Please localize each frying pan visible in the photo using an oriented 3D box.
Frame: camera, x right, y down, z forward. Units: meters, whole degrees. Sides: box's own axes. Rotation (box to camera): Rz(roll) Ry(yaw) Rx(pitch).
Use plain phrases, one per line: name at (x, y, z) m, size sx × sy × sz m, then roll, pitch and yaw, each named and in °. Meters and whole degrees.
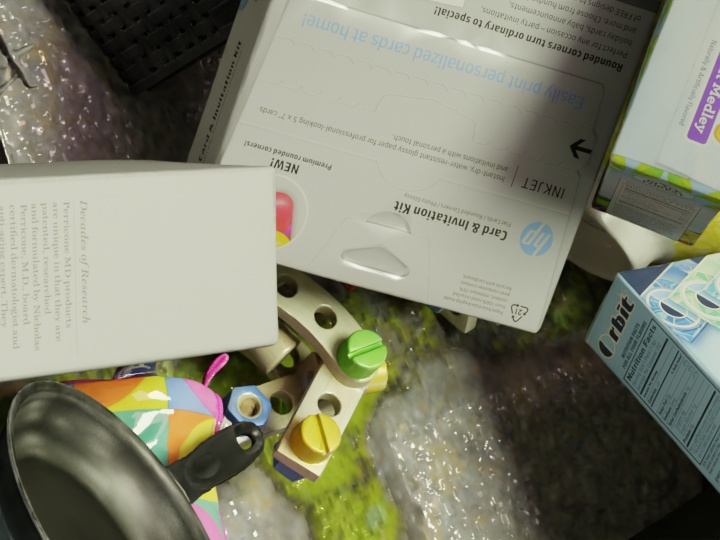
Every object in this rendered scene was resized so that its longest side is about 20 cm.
frying pan at (-0.085, 0.073, 0.945) m, size 0.115 × 0.031 × 0.190 m, roll 49°, pitch 17°, yaw -19°

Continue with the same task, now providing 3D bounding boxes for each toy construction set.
toy construction set at (0.000, 0.000, 1.139) m, size 0.200 × 0.092 × 0.131 m, roll -28°, pitch 78°, yaw -47°

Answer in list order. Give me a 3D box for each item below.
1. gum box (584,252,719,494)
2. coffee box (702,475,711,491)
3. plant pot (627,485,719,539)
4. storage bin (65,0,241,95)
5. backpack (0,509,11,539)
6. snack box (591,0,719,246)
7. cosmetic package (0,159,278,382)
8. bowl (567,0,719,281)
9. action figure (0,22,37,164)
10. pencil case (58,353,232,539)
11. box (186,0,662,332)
gum box at (0.220, 0.067, 1.134) m, size 0.170 × 0.045 × 0.200 m, roll -11°, pitch 48°, yaw -37°
coffee box at (0.229, 0.049, 1.297) m, size 0.080 × 0.114 × 0.201 m, roll 17°, pitch 64°, yaw -38°
plant pot at (0.179, 0.202, 1.154) m, size 0.177 × 0.199 × 0.200 m, roll 37°, pitch 53°, yaw -8°
storage bin at (-0.035, -0.176, 1.148) m, size 0.094 × 0.135 × 0.200 m, roll 53°, pitch 49°, yaw -10°
backpack at (-0.161, 0.144, 0.916) m, size 0.153 × 0.163 × 0.201 m, roll 0°, pitch 66°, yaw -24°
snack box at (0.153, -0.117, 1.065) m, size 0.053 × 0.142 × 0.201 m, roll 21°, pitch 85°, yaw 3°
cosmetic package at (-0.130, -0.001, 0.953) m, size 0.200 × 0.101 × 0.072 m, roll -5°, pitch 97°, yaw -51°
bowl at (0.124, -0.060, 1.221) m, size 0.200 × 0.200 × 0.108 m, roll 43°, pitch 75°, yaw -19°
action figure at (-0.193, -0.053, 1.019) m, size 0.200 × 0.069 × 0.130 m, roll -30°, pitch 88°, yaw -45°
pencil case at (-0.082, 0.133, 1.025) m, size 0.088 × 0.088 × 0.201 m, roll 4°, pitch 74°, yaw -38°
box at (0.031, -0.090, 1.051) m, size 0.155 × 0.041 × 0.201 m, roll 15°, pitch 102°, yaw -20°
